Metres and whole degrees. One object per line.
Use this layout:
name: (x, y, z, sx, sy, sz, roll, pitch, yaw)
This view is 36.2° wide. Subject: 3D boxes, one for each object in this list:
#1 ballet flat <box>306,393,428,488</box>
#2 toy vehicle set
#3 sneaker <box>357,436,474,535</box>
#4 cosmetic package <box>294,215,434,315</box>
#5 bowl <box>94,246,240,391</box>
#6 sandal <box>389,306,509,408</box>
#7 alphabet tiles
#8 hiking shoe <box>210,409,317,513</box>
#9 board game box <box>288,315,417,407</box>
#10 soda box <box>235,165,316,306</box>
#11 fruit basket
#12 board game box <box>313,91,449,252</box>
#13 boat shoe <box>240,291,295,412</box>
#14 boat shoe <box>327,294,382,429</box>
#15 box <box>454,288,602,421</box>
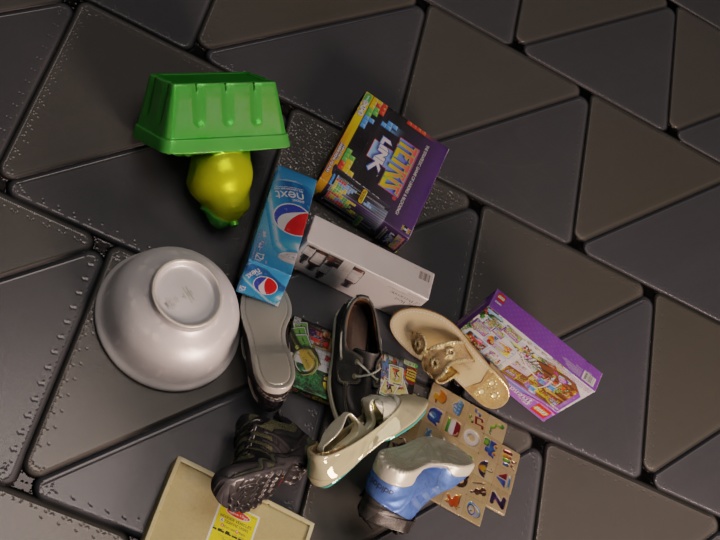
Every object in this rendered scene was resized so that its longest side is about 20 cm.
ballet flat: (0.007, 0.200, 1.414, 0.199, 0.070, 0.070, -35, 83, -31)
toy vehicle set: (-0.163, 0.329, 1.358, 0.198, 0.027, 0.126, 29, 55, -12)
sneaker: (0.069, 0.292, 1.476, 0.076, 0.113, 0.199, 35, 19, 31)
cosmetic package: (0.000, 0.000, 1.586, 0.198, 0.083, 0.051, 25, 57, -14)
bowl: (-0.237, 0.046, 1.429, 0.198, 0.090, 0.204, 13, 59, -22)
sandal: (0.131, 0.134, 1.577, 0.211, 0.078, 0.070, 38, 21, -10)
alphabet tiles: (0.135, 0.260, 1.569, 0.198, 0.006, 0.168, 30, 55, -12)
hiking shoe: (-0.136, 0.234, 1.383, 0.100, 0.076, 0.199, 42, 23, 20)
board game box: (-0.018, 0.145, 1.533, 0.197, 0.023, 0.106, 22, 59, -15)
soda box: (-0.114, -0.051, 1.530, 0.063, 0.068, 0.202, 19, 44, -8)
fruit basket: (-0.206, -0.170, 1.553, 0.213, 0.155, 0.219, -12, 113, -29)
board game box: (0.030, -0.153, 1.698, 0.164, 0.057, 0.202, 32, 54, -9)
boat shoe: (-0.125, 0.096, 1.479, 0.073, 0.061, 0.202, 0, 47, -19)
boat shoe: (-0.003, 0.133, 1.493, 0.071, 0.068, 0.203, 8, 66, -23)
box: (0.235, 0.126, 1.611, 0.199, 0.137, 0.039, 39, 54, -5)
